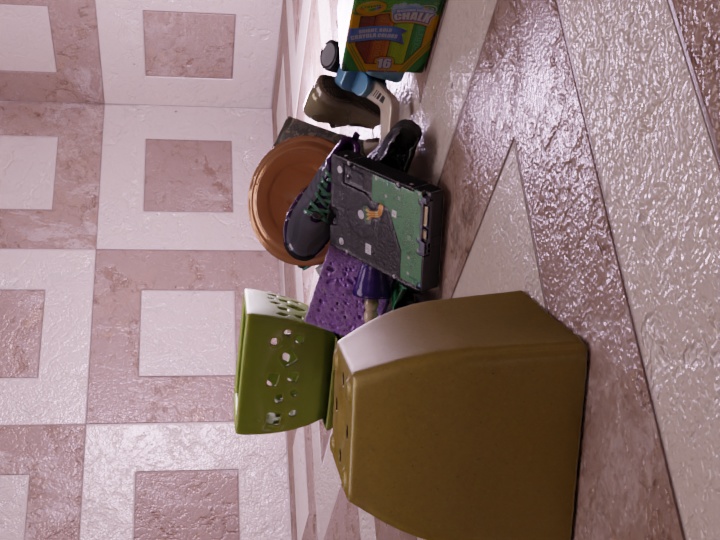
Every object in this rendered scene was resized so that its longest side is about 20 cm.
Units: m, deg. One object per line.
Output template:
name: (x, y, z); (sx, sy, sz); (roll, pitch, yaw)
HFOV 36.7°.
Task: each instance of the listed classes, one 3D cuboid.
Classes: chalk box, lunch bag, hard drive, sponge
chalk box: (0.040, -0.379, 1.464); (0.201, 0.122, 0.126); (104, 163, -61)
lunch bag: (-0.056, -0.142, 1.809); (0.119, 0.162, 0.201); (-63, -20, -20)
hard drive: (0.032, -0.071, 1.470); (0.199, 0.037, 0.142); (28, 125, 45)
sponge: (0.000, 0.000, 1.586); (0.030, 0.110, 0.203); (-17, -53, -75)

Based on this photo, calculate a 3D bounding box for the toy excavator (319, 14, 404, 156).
toy excavator: (0.023, -0.286, 1.646); (0.200, 0.099, 0.197); (45, 118, 46)

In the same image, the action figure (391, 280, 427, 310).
action figure: (0.065, 0.059, 1.513); (0.200, 0.054, 0.120); (-98, 9, -76)

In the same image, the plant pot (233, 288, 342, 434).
plant pot: (-0.112, 0.151, 1.779); (0.200, 0.178, 0.203); (-125, 40, -76)

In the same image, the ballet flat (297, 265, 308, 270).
ballet flat: (-0.059, -0.057, 1.777); (0.200, 0.071, 0.073); (-26, 63, 59)

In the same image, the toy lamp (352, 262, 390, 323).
toy lamp: (0.013, 0.089, 1.548); (0.058, 0.057, 0.204); (-145, 57, -79)

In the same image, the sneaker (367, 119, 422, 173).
sneaker: (0.033, -0.142, 1.544); (0.200, 0.059, 0.105); (-54, 8, 45)

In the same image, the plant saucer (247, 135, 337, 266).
plant saucer: (-0.088, -0.109, 1.688); (0.032, 0.197, 0.204); (2, -91, -70)

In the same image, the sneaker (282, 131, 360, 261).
sneaker: (-0.055, -0.113, 1.576); (0.088, 0.073, 0.202); (113, 180, -62)

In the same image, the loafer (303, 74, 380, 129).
loafer: (-0.028, -0.267, 1.755); (0.068, 0.199, 0.077); (-32, 69, 27)

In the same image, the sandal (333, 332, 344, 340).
sandal: (-0.002, 0.109, 1.642); (0.201, 0.043, 0.076); (50, 172, 27)

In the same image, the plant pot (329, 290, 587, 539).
plant pot: (0.076, 0.135, 0.993); (0.196, 0.196, 0.198); (-127, 39, -74)

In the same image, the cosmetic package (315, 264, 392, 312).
cosmetic package: (-0.002, 0.020, 1.718); (0.114, 0.081, 0.200); (55, 172, -8)

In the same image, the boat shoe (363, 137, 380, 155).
boat shoe: (0.034, -0.106, 1.686); (0.072, 0.059, 0.206); (167, 103, -79)
